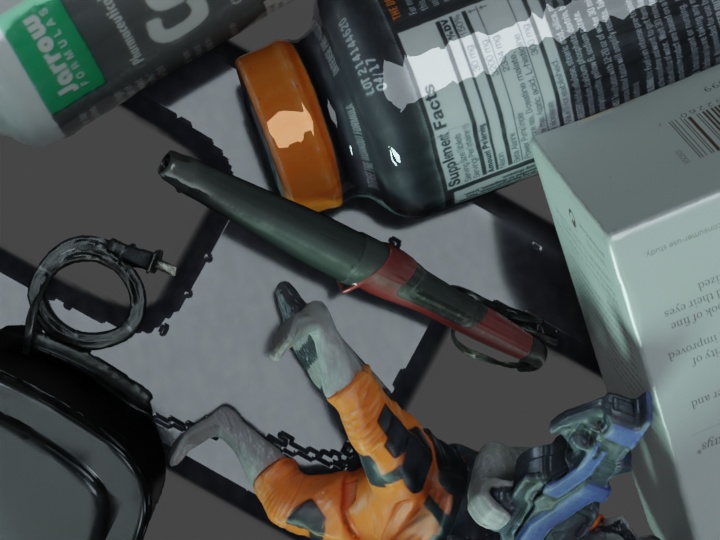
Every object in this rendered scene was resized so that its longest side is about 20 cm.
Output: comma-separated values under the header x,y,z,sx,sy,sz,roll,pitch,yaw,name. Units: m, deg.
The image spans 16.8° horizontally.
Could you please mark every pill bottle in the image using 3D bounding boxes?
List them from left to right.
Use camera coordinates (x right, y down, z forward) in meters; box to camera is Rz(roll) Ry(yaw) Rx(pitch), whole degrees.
x,y,z,sx,sy,sz,roll,pitch,yaw,name
-0.116,-0.121,0.990,0.199,0.113,0.114,-32,90,-3,pill bottle
0.051,-0.088,1.001,0.199,0.106,0.107,-20,89,-3,pill bottle

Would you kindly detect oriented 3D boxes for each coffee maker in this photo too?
x,y,z,sx,sy,sz,roll,pitch,yaw,name
-0.142,0.077,0.939,0.134,0.200,0.194,5,88,-3,coffee maker

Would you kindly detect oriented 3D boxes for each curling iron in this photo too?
x,y,z,sx,sy,sz,roll,pitch,yaw,name
0.000,0.000,0.987,0.199,0.049,0.026,25,78,-33,curling iron

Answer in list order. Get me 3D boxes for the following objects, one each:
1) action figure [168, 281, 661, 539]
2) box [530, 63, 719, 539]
x,y,z,sx,sy,sz,roll,pitch,yaw,name
0.043,0.075,0.970,0.193,0.105,0.200,32,129,-9,action figure
0.174,0.024,0.966,0.151,0.106,0.201,-21,117,-4,box
